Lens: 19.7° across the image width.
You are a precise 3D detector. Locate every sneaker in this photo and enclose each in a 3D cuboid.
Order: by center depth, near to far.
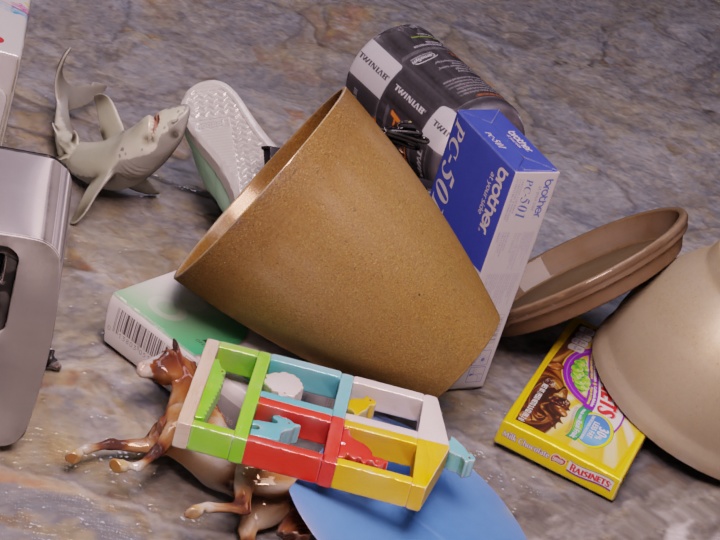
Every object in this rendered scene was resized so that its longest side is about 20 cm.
[{"bbox_3d":[-0.077,-0.054,1.705,0.074,0.118,0.201,-29,73,-6],"label":"sneaker"}]

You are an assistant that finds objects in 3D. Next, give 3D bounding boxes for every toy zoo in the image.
[{"bbox_3d":[-0.019,0.106,1.406,0.199,0.021,0.131,15,24,0],"label":"toy zoo"}]

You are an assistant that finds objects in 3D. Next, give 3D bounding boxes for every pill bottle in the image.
[{"bbox_3d":[0.080,-0.135,1.906,0.106,0.106,0.200,-6,37,-36],"label":"pill bottle"}]

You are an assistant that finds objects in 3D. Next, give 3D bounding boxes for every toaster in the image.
[{"bbox_3d":[-0.284,0.010,1.386,0.199,0.181,0.119,10,33,-13],"label":"toaster"}]

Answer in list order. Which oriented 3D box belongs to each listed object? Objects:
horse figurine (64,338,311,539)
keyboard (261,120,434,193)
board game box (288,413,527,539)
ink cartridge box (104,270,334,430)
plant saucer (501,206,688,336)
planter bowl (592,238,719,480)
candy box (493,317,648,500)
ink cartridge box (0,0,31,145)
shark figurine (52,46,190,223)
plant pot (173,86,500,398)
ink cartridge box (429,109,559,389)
[{"bbox_3d":[-0.100,0.133,1.406,0.200,0.050,0.132,32,33,23],"label":"horse figurine"},{"bbox_3d":[0.006,-0.073,1.667,0.200,0.021,0.127,10,66,-37],"label":"keyboard"},{"bbox_3d":[0.028,0.180,1.407,0.158,0.039,0.200,37,28,3],"label":"board game box"},{"bbox_3d":[-0.070,0.051,1.569,0.161,0.050,0.200,34,35,26],"label":"ink cartridge box"},{"bbox_3d":[0.179,0.004,1.693,0.200,0.200,0.030,-37,104,-56],"label":"plant saucer"},{"bbox_3d":[0.302,0.055,1.648,0.200,0.135,0.200,21,32,-14],"label":"planter bowl"},{"bbox_3d":[0.183,0.105,1.640,0.102,0.026,0.200,28,30,9],"label":"candy box"},{"bbox_3d":[-0.351,-0.171,1.686,0.145,0.145,0.200,13,29,-11],"label":"ink cartridge box"},{"bbox_3d":[-0.208,-0.097,1.739,0.089,0.128,0.214,28,0,-38],"label":"shark figurine"},{"bbox_3d":[0.000,0.000,1.512,0.200,0.186,0.186,41,29,-7],"label":"plant pot"},{"bbox_3d":[0.085,-0.015,1.610,0.044,0.200,0.094,-2,35,-31],"label":"ink cartridge box"}]
